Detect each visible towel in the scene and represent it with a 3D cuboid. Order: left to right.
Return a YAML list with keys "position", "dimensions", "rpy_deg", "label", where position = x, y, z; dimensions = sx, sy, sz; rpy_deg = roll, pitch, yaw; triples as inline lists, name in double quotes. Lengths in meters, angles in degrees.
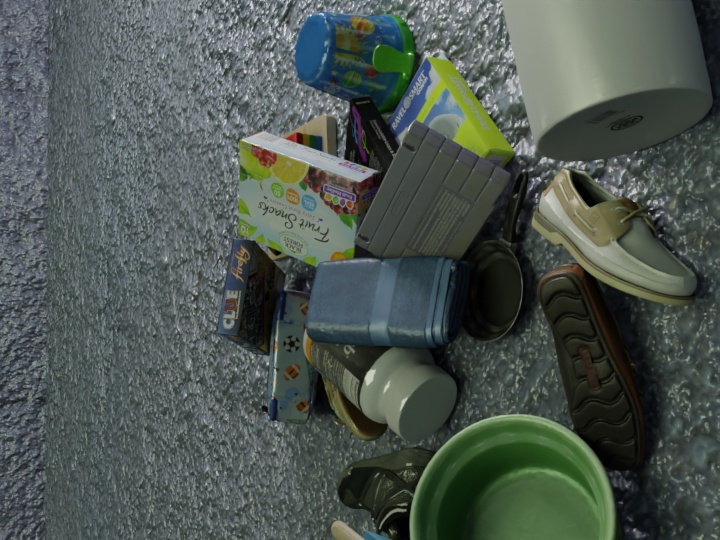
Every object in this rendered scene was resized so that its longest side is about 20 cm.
- position: [0.030, 0.039, 0.999]
  dimensions: [0.198, 0.049, 0.113]
  rpy_deg: [0, 64, 31]
  label: "towel"

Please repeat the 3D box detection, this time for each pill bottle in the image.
- position: [0.023, 0.121, 1.057]
  dimensions: [0.200, 0.115, 0.118]
  rpy_deg: [36, 117, 43]
  label: "pill bottle"

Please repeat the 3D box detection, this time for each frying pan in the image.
- position: [0.153, -0.014, 0.956]
  dimensions: [0.114, 0.031, 0.193]
  rpy_deg: [1, 86, 57]
  label: "frying pan"

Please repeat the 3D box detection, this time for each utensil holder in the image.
- position: [0.218, -0.222, 0.761]
  dimensions: [0.169, 0.168, 0.202]
  rpy_deg: [-26, 69, 52]
  label: "utensil holder"

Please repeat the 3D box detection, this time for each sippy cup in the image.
- position: [-0.015, -0.293, 1.142]
  dimensions: [0.177, 0.129, 0.141]
  rpy_deg: [-34, 61, 49]
  label: "sippy cup"

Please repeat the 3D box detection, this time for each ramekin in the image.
- position: [0.156, 0.251, 0.803]
  dimensions: [0.198, 0.098, 0.202]
  rpy_deg: [-16, 53, 21]
  label: "ramekin"

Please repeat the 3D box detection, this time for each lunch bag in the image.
- position: [-0.104, 0.132, 1.259]
  dimensions: [0.160, 0.075, 0.203]
  rpy_deg: [-158, 74, -82]
  label: "lunch bag"

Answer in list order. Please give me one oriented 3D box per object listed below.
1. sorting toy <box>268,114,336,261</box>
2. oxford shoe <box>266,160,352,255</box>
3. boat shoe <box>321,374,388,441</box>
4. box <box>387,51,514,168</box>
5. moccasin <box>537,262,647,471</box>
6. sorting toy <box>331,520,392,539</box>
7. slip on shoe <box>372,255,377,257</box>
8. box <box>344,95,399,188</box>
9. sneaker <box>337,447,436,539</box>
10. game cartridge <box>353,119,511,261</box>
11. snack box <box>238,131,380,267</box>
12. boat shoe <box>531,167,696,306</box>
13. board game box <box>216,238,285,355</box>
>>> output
- position: [-0.118, -0.129, 1.335]
  dimensions: [0.198, 0.069, 0.203]
  rpy_deg: [-13, 77, 55]
  label: "sorting toy"
- position: [-0.072, -0.089, 1.190]
  dimensions: [0.199, 0.070, 0.075]
  rpy_deg: [-32, 84, 40]
  label: "oxford shoe"
- position: [-0.011, 0.168, 1.161]
  dimensions: [0.201, 0.072, 0.063]
  rpy_deg: [-113, 32, -50]
  label: "boat shoe"
- position: [0.101, -0.169, 1.033]
  dimensions: [0.122, 0.047, 0.201]
  rpy_deg: [-57, 44, 37]
  label: "box"
- position: [0.227, 0.092, 0.802]
  dimensions: [0.073, 0.077, 0.203]
  rpy_deg: [-26, 84, 35]
  label: "moccasin"
- position: [0.082, 0.342, 0.912]
  dimensions: [0.184, 0.199, 0.037]
  rpy_deg: [17, 73, 55]
  label: "sorting toy"
- position: [0.000, 0.000, 1.165]
  dimensions: [0.199, 0.074, 0.062]
  rpy_deg: [34, 150, 45]
  label: "slip on shoe"
- position: [0.027, -0.114, 1.109]
  dimensions: [0.144, 0.036, 0.201]
  rpy_deg: [99, 151, -49]
  label: "box"
- position: [0.027, 0.301, 1.060]
  dimensions: [0.199, 0.076, 0.115]
  rpy_deg: [-29, 41, 47]
  label: "sneaker"
- position: [0.080, -0.070, 0.969]
  dimensions: [0.039, 0.129, 0.201]
  rpy_deg: [-65, 3, -40]
  label: "game cartridge"
- position: [-0.073, -0.088, 1.111]
  dimensions: [0.198, 0.053, 0.144]
  rpy_deg: [22, 124, 28]
  label: "snack box"
- position: [0.240, -0.036, 0.790]
  dimensions: [0.200, 0.074, 0.069]
  rpy_deg: [42, 124, 48]
  label: "boat shoe"
- position: [-0.159, 0.046, 1.244]
  dimensions: [0.200, 0.034, 0.137]
  rpy_deg: [62, -145, -74]
  label: "board game box"
